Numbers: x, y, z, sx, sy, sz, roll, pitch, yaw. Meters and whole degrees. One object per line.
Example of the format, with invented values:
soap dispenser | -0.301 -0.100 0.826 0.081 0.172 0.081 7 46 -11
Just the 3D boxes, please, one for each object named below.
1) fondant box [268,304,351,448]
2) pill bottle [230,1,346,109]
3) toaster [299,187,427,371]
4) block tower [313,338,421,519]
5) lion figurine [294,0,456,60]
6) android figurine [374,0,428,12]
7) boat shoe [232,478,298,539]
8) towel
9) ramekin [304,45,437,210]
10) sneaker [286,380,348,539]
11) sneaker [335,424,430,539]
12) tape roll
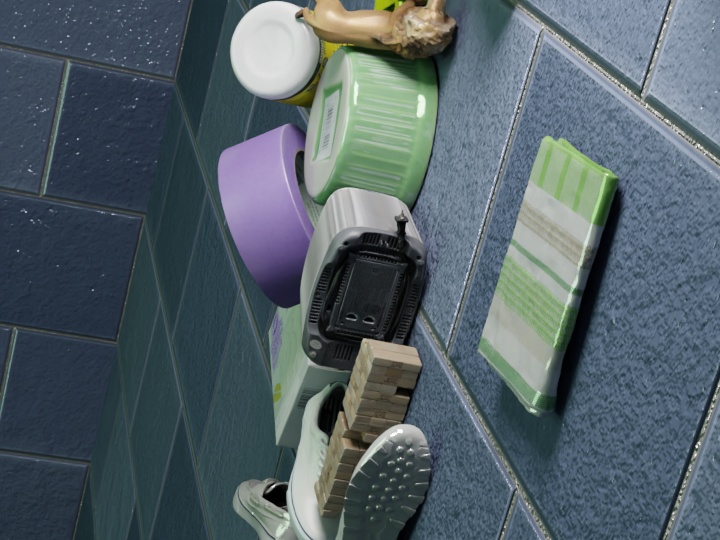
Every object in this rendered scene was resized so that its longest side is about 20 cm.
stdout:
fondant box | -0.064 0.098 1.965 0.200 0.058 0.145 -96 22 -48
pill bottle | -0.061 -0.250 1.916 0.200 0.112 0.113 1 -78 -65
toaster | 0.000 0.000 1.695 0.129 0.113 0.201 -104 26 -61
block tower | 0.007 0.165 1.676 0.054 0.058 0.201 -108 34 -60
lion figurine | 0.010 -0.265 1.737 0.123 0.199 0.073 -59 -35 -62
android figurine | 0.056 -0.362 1.850 0.182 0.041 0.201 170 109 -74
boat shoe | -0.105 0.288 1.974 0.200 0.072 0.066 -138 64 -71
towel | 0.156 0.002 1.307 0.149 0.031 0.201 -128 52 -67
ramekin | 0.006 -0.154 1.790 0.200 0.097 0.201 -170 90 -74
sneaker | -0.040 0.212 1.778 0.071 0.073 0.201 115 159 -52
sneaker | 0.015 0.221 1.587 0.081 0.076 0.201 -87 15 -58
tape roll | -0.083 -0.063 1.872 0.200 0.085 0.200 59 -163 -31
